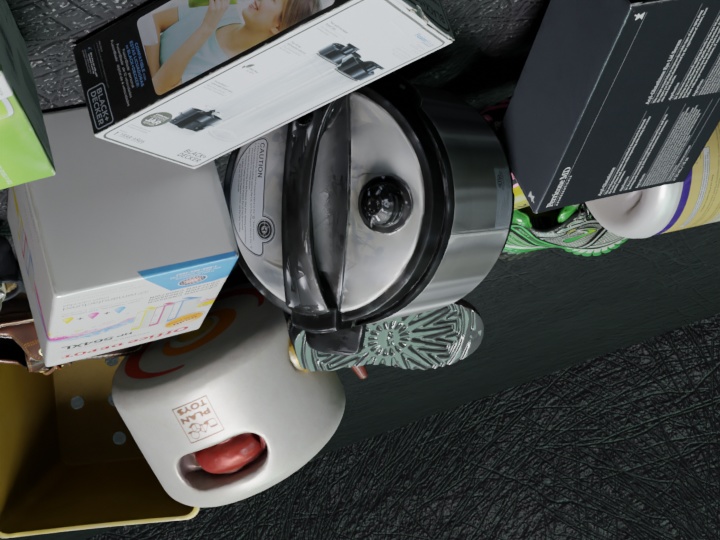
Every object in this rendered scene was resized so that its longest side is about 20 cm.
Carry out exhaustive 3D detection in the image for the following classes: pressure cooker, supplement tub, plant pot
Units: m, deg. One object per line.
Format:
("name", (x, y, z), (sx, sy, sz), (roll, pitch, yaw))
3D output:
("pressure cooker", (0.002, -0.052, 0.910), (0.178, 0.177, 0.199), (-42, 166, 23))
("supplement tub", (0.298, -0.115, 1.123), (0.198, 0.147, 0.145), (-11, 165, -22))
("plant pot", (-0.258, 0.139, 1.302), (0.197, 0.203, 0.176), (-5, -178, -1))

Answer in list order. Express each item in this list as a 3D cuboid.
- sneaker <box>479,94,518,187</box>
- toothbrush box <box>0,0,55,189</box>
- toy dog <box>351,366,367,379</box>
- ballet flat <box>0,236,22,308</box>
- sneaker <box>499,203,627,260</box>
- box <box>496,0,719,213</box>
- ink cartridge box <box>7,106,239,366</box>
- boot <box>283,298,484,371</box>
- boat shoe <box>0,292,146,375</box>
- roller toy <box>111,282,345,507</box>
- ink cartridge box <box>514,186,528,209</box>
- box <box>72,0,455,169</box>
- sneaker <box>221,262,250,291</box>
("sneaker", (0.127, -0.110, 1.022), (0.199, 0.079, 0.095), (-34, 162, 2))
("toothbrush box", (-0.271, -0.084, 0.659), (0.197, 0.087, 0.146), (-14, 166, -7))
("toy dog", (-0.066, 0.074, 1.326), (0.198, 0.098, 0.132), (-2, -159, 36))
("ballet flat", (-0.306, 0.027, 0.935), (0.072, 0.074, 0.200), (-23, -171, 23))
("sneaker", (0.230, -0.058, 1.403), (0.198, 0.079, 0.085), (-11, 165, -22))
("box", (0.193, -0.142, 0.912), (0.140, 0.079, 0.201), (-14, 147, -24))
("ink cartridge box", (-0.176, -0.022, 0.932), (0.127, 0.127, 0.200), (-13, 165, -19))
("boot", (-0.001, 0.000, 1.097), (0.162, 0.201, 0.066), (0, 121, -17))
("boat shoe", (-0.275, 0.056, 1.093), (0.197, 0.071, 0.071), (3, 139, -5))
("roller toy", (-0.116, 0.100, 1.130), (0.182, 0.141, 0.199), (-39, -158, -29))
("ink cartridge box", (0.115, -0.074, 1.212), (0.196, 0.048, 0.199), (-17, 168, 41))
("box", (-0.057, -0.135, 0.777), (0.198, 0.061, 0.116), (-23, 165, 22))
("sneaker", (-0.102, 0.004, 1.280), (0.198, 0.077, 0.115), (-3, 170, -23))
